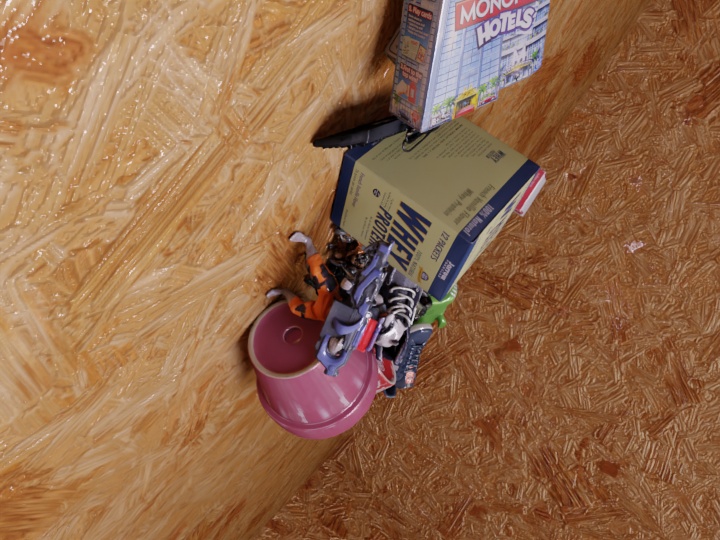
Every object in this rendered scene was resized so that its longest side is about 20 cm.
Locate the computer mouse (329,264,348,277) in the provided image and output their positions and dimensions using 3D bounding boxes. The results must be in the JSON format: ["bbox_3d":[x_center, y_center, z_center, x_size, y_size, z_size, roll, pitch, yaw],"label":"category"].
[{"bbox_3d":[0.038,0.006,0.976,0.140,0.046,0.200,-40,148,16],"label":"computer mouse"}]

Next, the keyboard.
[{"bbox_3d":[0.039,-0.160,0.636,0.200,0.104,0.040,-36,118,-49],"label":"keyboard"}]

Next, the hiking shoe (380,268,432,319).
[{"bbox_3d":[0.081,0.077,0.978,0.200,0.100,0.076,99,-12,-48],"label":"hiking shoe"}]

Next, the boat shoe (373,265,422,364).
[{"bbox_3d":[0.066,0.053,0.854,0.093,0.074,0.201,-100,-159,-69],"label":"boat shoe"}]

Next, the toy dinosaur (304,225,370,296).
[{"bbox_3d":[0.000,0.000,0.864,0.136,0.102,0.200,-53,124,-20],"label":"toy dinosaur"}]

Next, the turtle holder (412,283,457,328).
[{"bbox_3d":[0.105,0.054,1.109,0.141,0.132,0.186,2,145,-32],"label":"turtle holder"}]

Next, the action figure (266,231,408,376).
[{"bbox_3d":[-0.016,0.025,0.714,0.200,0.193,0.105,-58,166,21],"label":"action figure"}]

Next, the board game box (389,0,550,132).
[{"bbox_3d":[0.118,-0.267,0.521,0.200,0.062,0.200,-28,138,-19],"label":"board game box"}]

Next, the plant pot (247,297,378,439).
[{"bbox_3d":[-0.083,0.139,0.832,0.200,0.200,0.179,-49,150,-16],"label":"plant pot"}]

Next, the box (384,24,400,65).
[{"bbox_3d":[0.118,-0.305,0.615,0.200,0.060,0.117,-57,166,14],"label":"box"}]

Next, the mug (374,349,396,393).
[{"bbox_3d":[-0.051,0.203,1.025,0.200,0.134,0.177,-25,156,15],"label":"mug"}]

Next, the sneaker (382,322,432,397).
[{"bbox_3d":[0.096,0.189,1.101,0.075,0.085,0.200,3,137,-31],"label":"sneaker"}]

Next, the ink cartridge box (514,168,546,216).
[{"bbox_3d":[0.234,-0.189,0.994,0.083,0.200,0.147,-59,166,12],"label":"ink cartridge box"}]

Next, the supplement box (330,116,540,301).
[{"bbox_3d":[0.102,-0.107,0.758,0.200,0.200,0.134,-44,163,-33],"label":"supplement box"}]
